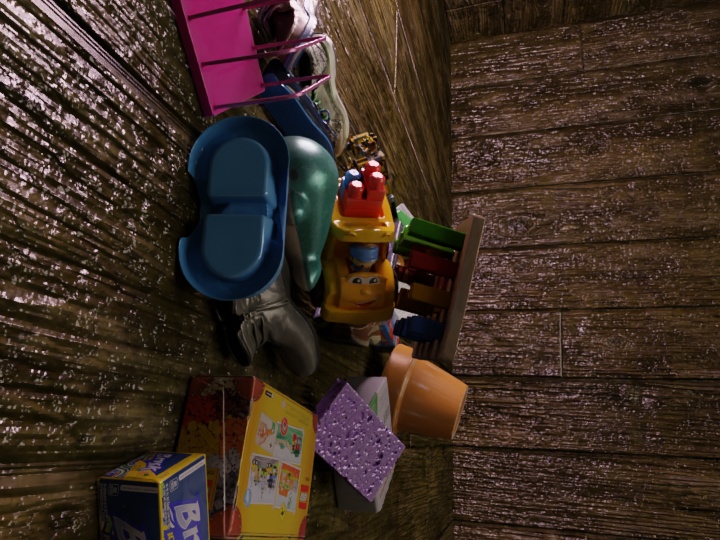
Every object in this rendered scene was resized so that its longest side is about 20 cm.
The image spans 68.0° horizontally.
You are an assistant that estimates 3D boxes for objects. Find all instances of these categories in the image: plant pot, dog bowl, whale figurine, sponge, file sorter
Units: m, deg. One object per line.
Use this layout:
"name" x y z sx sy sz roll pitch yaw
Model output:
"plant pot" 0.145 0.295 1.234 0.200 0.180 0.204 16 90 -71
"dog bowl" -0.130 -0.063 0.579 0.050 0.109 0.204 79 12 -75
"whale figurine" -0.071 -0.079 0.720 0.159 0.102 0.204 -132 -150 -84
"sponge" -0.010 0.281 0.880 0.112 0.030 0.201 -51 124 -21
"file sorter" -0.118 -0.298 0.598 0.139 0.123 0.203 -60 144 -57

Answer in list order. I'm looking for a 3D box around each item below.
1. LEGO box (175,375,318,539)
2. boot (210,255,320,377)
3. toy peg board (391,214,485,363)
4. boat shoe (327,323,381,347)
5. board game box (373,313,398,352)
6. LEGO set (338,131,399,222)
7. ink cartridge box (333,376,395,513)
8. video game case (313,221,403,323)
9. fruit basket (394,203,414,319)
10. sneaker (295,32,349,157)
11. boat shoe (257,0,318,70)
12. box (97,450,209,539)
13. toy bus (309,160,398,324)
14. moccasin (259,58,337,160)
"LEGO box" -0.122 0.219 0.605 0.201 0.076 0.151 59 33 -59
"boot" -0.122 0.080 0.673 0.131 0.067 0.203 -57 134 -56
"toy peg board" 0.090 0.025 0.801 0.200 0.096 0.203 124 -19 -80
"boat shoe" -0.008 0.103 1.006 0.200 0.074 0.075 23 73 -75
"board game box" 0.054 0.066 1.240 0.196 0.055 0.204 65 28 -64
"LEGO set" -0.007 -0.164 1.065 0.155 0.114 0.202 -118 -170 -46
"ink cartridge box" 0.004 0.324 1.010 0.145 0.086 0.204 -43 128 -67
"video game case" 0.000 0.000 0.945 0.019 0.141 0.202 54 33 -31
"fruit basket" 0.090 -0.015 1.141 0.185 0.093 0.201 -43 105 -30
"sneaker" -0.078 -0.280 0.872 0.088 0.076 0.204 -33 115 -56
"boat shoe" -0.107 -0.352 0.749 0.072 0.072 0.202 26 38 -26
"box" -0.171 0.266 0.457 0.070 0.063 0.204 -6 92 -74
"toy bus" -0.003 -0.051 0.784 0.194 0.133 0.202 110 -25 -46
"moccasin" -0.082 -0.231 0.805 0.201 0.079 0.069 63 25 -57
